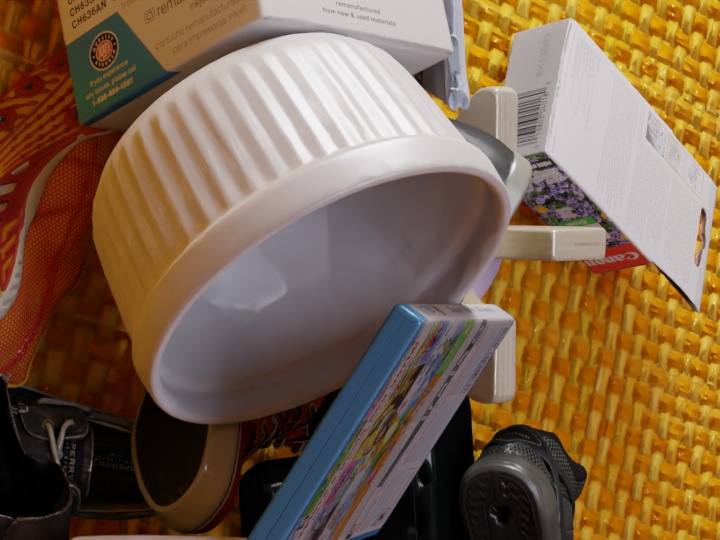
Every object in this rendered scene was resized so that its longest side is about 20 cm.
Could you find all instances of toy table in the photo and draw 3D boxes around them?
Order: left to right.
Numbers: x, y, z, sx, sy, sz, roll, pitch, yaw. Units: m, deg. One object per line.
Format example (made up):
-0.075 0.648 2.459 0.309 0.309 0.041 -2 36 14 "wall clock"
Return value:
0.048 -0.018 1.406 0.199 0.117 0.185 -19 106 -42 "toy table"

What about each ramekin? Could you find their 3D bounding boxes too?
-0.037 -0.025 1.144 0.199 0.200 0.105 -4 53 -45 "ramekin"

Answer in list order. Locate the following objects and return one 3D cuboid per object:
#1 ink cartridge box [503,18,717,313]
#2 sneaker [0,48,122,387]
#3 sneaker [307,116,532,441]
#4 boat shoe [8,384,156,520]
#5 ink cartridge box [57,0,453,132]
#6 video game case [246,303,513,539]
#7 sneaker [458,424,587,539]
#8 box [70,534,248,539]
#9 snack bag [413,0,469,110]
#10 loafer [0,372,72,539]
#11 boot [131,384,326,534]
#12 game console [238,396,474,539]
0.165 -0.063 1.549 0.200 0.050 0.109 43 49 -39 "ink cartridge box"
-0.170 -0.033 1.229 0.201 0.073 0.077 -65 152 -21 "sneaker"
0.000 0.000 1.266 0.106 0.075 0.201 31 80 -10 "sneaker"
-0.163 0.094 1.232 0.199 0.071 0.073 7 88 -45 "boat shoe"
-0.067 -0.187 1.213 0.144 0.147 0.201 4 68 -46 "ink cartridge box"
0.013 0.080 1.179 0.144 0.018 0.200 -57 166 8 "video game case"
0.113 0.186 1.496 0.114 0.076 0.201 -54 137 -58 "sneaker"
-0.094 0.177 1.212 0.200 0.094 0.078 72 18 -82 "box"
0.032 -0.194 1.291 0.021 0.200 0.190 -5 102 -9 "snack bag"
-0.174 0.131 1.151 0.073 0.071 0.201 -77 151 -54 "loafer"
-0.051 0.089 1.274 0.144 0.072 0.201 40 28 -27 "boot"
0.006 0.190 1.441 0.175 0.116 0.201 -8 104 -14 "game console"
